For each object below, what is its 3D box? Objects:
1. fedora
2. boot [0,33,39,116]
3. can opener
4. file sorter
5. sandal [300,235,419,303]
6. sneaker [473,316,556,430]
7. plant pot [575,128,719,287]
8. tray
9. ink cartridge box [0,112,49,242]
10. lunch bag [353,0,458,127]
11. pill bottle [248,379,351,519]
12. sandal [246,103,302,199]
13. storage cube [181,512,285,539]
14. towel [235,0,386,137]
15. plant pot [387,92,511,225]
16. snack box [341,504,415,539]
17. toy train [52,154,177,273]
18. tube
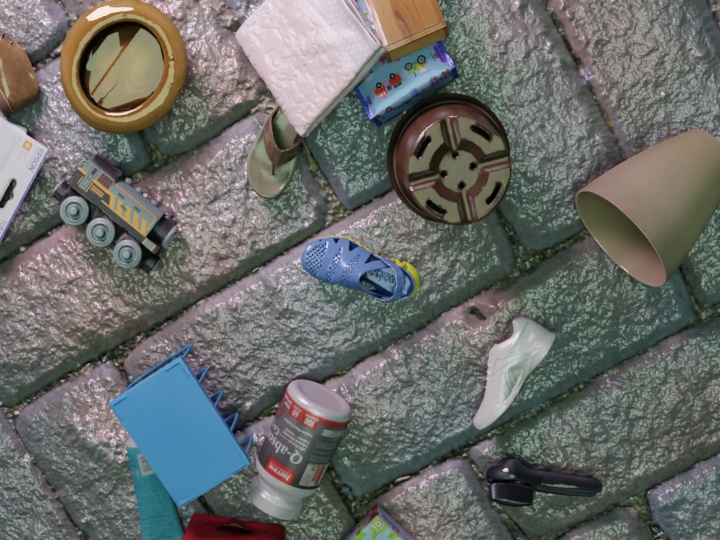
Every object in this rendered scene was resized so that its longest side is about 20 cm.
[{"bbox_3d":[-0.355,-0.307,1.422,0.196,0.082,0.206,0,97,-3],"label":"fedora"},{"bbox_3d":[-0.563,-0.345,1.435,0.075,0.073,0.203,-29,104,-12],"label":"boot"},{"bbox_3d":[0.303,0.354,1.553,0.195,0.063,0.080,5,75,-10],"label":"can opener"},{"bbox_3d":[-0.279,0.242,1.507,0.137,0.123,0.202,-31,99,7],"label":"file sorter"},{"bbox_3d":[0.000,0.000,1.474,0.196,0.087,0.081,14,103,0],"label":"sandal"},{"bbox_3d":[0.234,0.166,1.518,0.080,0.070,0.202,34,97,10],"label":"sneaker"},{"bbox_3d":[0.460,-0.112,1.409,0.199,0.187,0.188,-40,98,-6],"label":"plant pot"},{"bbox_3d":[0.050,-0.416,1.371,0.097,0.037,0.204,-21,73,6],"label":"tray"},{"bbox_3d":[-0.615,-0.162,1.477,0.198,0.043,0.198,32,99,-7],"label":"ink cartridge box"},{"bbox_3d":[0.036,-0.346,1.411,0.149,0.094,0.203,-29,88,9],"label":"lunch bag"},{"bbox_3d":[-0.102,0.291,1.517,0.114,0.116,0.203,24,100,-4],"label":"pill bottle"},{"bbox_3d":[-0.121,-0.209,1.448,0.079,0.057,0.204,24,101,-4],"label":"sandal"},{"bbox_3d":[-0.221,0.531,1.535,0.167,0.180,0.205,8,100,-1],"label":"storage cube"},{"bbox_3d":[-0.078,-0.334,1.377,0.191,0.032,0.202,-41,73,26],"label":"towel"},{"bbox_3d":[0.139,-0.158,1.383,0.195,0.198,0.205,0,101,0],"label":"plant pot"},{"bbox_3d":[0.051,0.520,1.590,0.200,0.053,0.142,44,98,-7],"label":"snack box"},{"bbox_3d":[-0.383,-0.088,1.469,0.199,0.085,0.115,39,90,-6],"label":"toy train"},{"bbox_3d":[-0.349,0.376,1.577,0.076,0.050,0.204,-7,106,7],"label":"tube"}]
